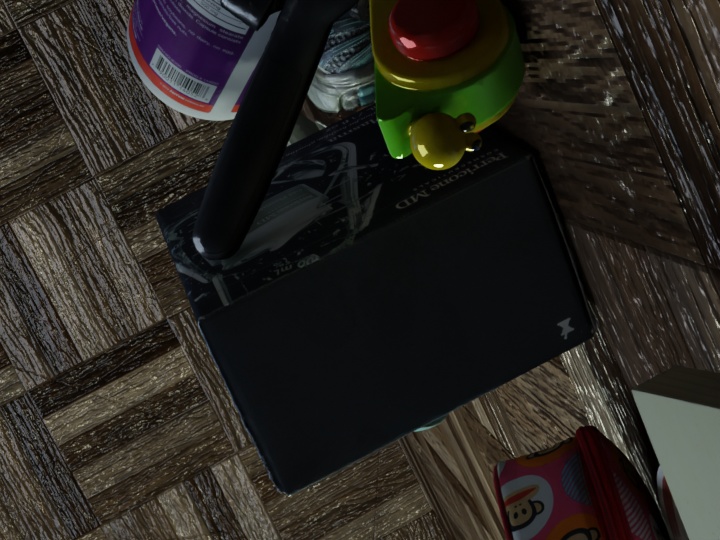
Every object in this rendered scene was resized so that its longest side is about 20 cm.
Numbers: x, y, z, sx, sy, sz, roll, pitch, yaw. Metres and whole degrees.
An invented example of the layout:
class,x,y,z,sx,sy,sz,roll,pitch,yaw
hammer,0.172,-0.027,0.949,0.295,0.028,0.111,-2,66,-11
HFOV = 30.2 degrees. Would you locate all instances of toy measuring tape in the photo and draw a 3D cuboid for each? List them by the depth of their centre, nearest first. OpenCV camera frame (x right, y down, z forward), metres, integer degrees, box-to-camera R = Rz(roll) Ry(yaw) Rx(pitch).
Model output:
class,x,y,z,sx,sy,sz,roll,pitch,yaw
toy measuring tape,0.040,-0.127,0.641,0.074,0.073,0.202,68,-165,-49

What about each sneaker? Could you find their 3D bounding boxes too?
class,x,y,z,sx,sy,sz,roll,pitch,yaw
sneaker,-0.034,-0.197,0.958,0.200,0.077,0.087,48,153,47

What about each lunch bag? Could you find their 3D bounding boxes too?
class,x,y,z,sx,sy,sz,roll,pitch,yaw
lunch bag,0.149,0.205,0.741,0.201,0.081,0.177,56,-164,-36

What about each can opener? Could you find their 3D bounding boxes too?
class,x,y,z,sx,sy,sz,roll,pitch,yaw
can opener,-0.044,-0.100,0.700,0.078,0.202,0.063,19,-174,9

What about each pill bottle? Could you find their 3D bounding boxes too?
class,x,y,z,sx,sy,sz,roll,pitch,yaw
pill bottle,-0.073,-0.187,0.829,0.113,0.112,0.200,61,149,12

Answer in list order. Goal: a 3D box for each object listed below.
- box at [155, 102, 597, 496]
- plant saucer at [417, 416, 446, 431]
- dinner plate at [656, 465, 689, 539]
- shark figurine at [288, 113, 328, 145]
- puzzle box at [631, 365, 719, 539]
class,x,y,z,sx,sy,sz,roll,pitch,yaw
box,0.000,0.000,0.787,0.125,0.198,0.197,66,174,-25
plant saucer,0.012,0.119,1.540,0.199,0.028,0.201,27,-155,-14
dinner plate,0.203,0.178,0.639,0.202,0.024,0.200,62,174,11
shark figurine,-0.014,-0.107,1.061,0.214,0.089,0.129,45,143,18
puzzle box,0.178,0.136,0.505,0.202,0.025,0.133,67,165,-8
